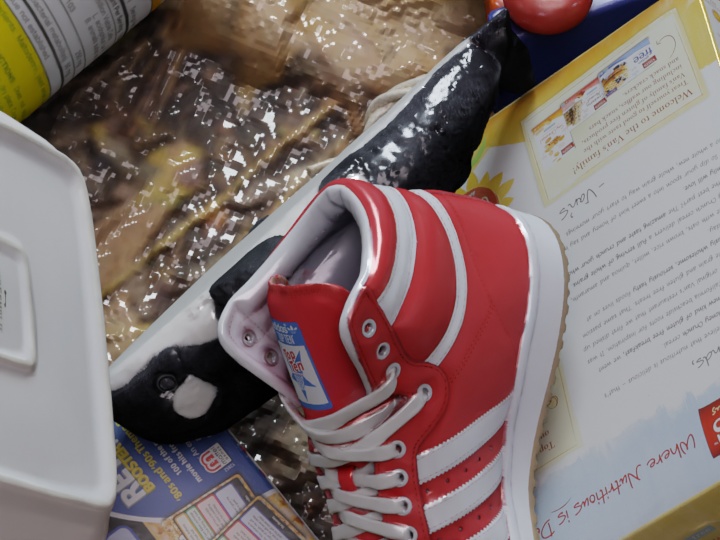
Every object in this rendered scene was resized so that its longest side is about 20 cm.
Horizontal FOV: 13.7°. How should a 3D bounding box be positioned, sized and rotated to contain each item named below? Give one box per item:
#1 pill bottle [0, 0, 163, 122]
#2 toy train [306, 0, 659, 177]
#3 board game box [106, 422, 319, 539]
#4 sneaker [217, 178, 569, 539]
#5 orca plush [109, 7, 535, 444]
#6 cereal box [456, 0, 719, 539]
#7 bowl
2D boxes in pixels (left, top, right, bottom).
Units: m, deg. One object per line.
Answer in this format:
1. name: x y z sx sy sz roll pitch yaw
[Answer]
1. pill bottle: -0.144 -0.114 1.128 0.200 0.109 0.109 -42 75 -15
2. toy train: 0.054 -0.117 1.151 0.199 0.085 0.116 -19 60 -8
3. board game box: -0.101 0.149 1.059 0.200 0.046 0.152 -36 73 -14
4. sneaker: 0.006 0.068 0.984 0.112 0.071 0.201 17 74 -41
5. orca plush: 0.000 0.000 1.064 0.071 0.105 0.200 48 69 -7
6. cereal box: 0.093 0.013 1.050 0.144 0.039 0.201 -33 47 26
7. bowl: -0.148 0.019 0.975 0.074 0.200 0.201 -16 68 26
